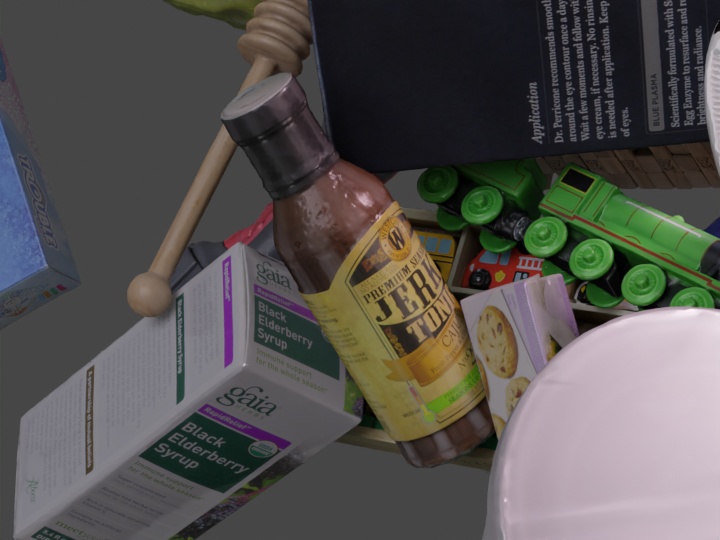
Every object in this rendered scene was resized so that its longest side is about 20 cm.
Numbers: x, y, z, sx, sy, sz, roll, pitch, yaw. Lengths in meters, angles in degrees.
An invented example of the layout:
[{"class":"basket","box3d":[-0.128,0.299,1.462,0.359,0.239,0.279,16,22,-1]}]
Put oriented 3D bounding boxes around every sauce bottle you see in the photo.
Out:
[{"class":"sauce bottle","box3d":[0.000,0.000,1.271,0.065,0.200,0.065,-29,19,11]}]

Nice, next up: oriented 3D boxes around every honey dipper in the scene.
[{"class":"honey dipper","box3d":[-0.069,-0.063,1.376,0.038,0.038,0.201,13,67,29]}]

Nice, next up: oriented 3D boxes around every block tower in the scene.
[{"class":"block tower","box3d":[0.157,-0.077,1.364,0.199,0.058,0.054,0,64,28]}]

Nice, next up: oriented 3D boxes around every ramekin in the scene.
[{"class":"ramekin","box3d":[0.144,0.126,1.177,0.201,0.094,0.203,5,62,-10]}]

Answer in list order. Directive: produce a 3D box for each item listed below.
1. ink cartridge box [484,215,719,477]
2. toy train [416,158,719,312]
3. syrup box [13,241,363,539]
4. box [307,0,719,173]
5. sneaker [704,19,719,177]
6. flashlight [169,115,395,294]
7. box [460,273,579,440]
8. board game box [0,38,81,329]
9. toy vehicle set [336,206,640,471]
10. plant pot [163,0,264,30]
[{"class":"ink cartridge box","box3d":[0.172,0.082,1.316,0.200,0.043,0.197,-43,59,10]},{"class":"toy train","box3d":[0.112,-0.019,1.307,0.199,0.042,0.057,27,74,34]},{"class":"syrup box","box3d":[-0.091,0.077,1.379,0.200,0.079,0.082,-36,42,37]},{"class":"box","box3d":[0.077,-0.156,1.322,0.199,0.118,0.197,-5,37,4]},{"class":"sneaker","box3d":[0.228,-0.031,1.258,0.080,0.146,0.201,-26,83,15]},{"class":"flashlight","box3d":[-0.034,-0.042,1.440,0.068,0.068,0.200,43,101,-9]},{"class":"box","box3d":[0.098,0.102,1.267,0.041,0.039,0.201,-16,87,34]},{"class":"board game box","box3d":[-0.281,-0.034,1.578,0.198,0.043,0.201,-29,63,14]},{"class":"toy vehicle set","box3d":[0.071,0.038,1.345,0.199,0.026,0.125,8,75,31]},{"class":"plant pot","box3d":[-0.070,-0.231,1.468,0.200,0.200,0.185,20,94,30]}]
